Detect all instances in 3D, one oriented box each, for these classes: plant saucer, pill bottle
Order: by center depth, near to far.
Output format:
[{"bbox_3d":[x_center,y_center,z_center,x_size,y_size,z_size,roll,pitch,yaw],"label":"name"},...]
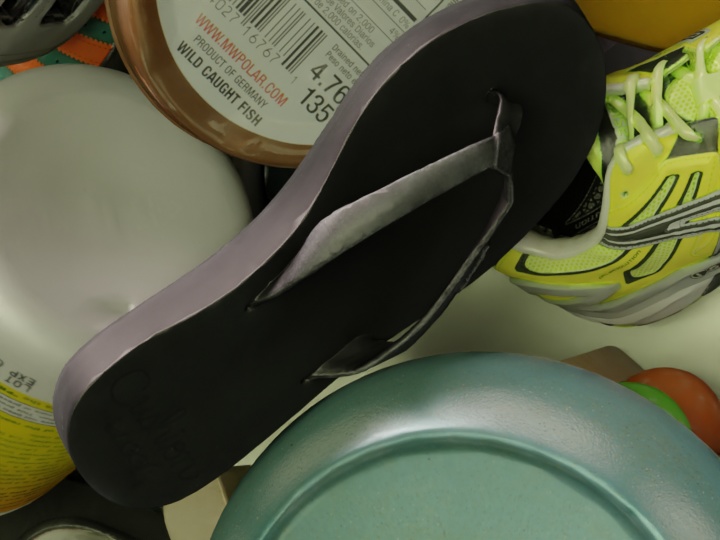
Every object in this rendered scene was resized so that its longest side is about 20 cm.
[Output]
[{"bbox_3d":[0.033,0.124,0.639,0.199,0.027,0.201,0,91,22],"label":"plant saucer"},{"bbox_3d":[-0.122,0.018,0.744,0.110,0.109,0.200,60,143,7],"label":"pill bottle"}]

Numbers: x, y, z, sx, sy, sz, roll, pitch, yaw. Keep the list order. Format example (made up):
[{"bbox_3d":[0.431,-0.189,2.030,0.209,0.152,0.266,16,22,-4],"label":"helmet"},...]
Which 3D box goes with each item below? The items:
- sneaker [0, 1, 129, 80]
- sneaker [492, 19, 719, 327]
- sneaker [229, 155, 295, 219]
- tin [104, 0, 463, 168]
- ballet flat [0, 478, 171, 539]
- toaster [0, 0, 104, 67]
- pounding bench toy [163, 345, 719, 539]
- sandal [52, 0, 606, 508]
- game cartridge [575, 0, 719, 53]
[{"bbox_3d":[-0.089,-0.082,0.782,0.200,0.071,0.080,-28,88,31],"label":"sneaker"},{"bbox_3d":[0.113,-0.041,0.672,0.200,0.076,0.076,-41,55,38],"label":"sneaker"},{"bbox_3d":[0.003,-0.092,0.734,0.070,0.093,0.201,23,101,17],"label":"sneaker"},{"bbox_3d":[0.012,-0.117,0.654,0.200,0.042,0.112,-47,113,-1],"label":"tin"},{"bbox_3d":[-0.069,0.130,0.790,0.199,0.068,0.068,23,102,17],"label":"ballet flat"},{"bbox_3d":[-0.119,-0.155,0.681,0.129,0.114,0.200,43,107,8],"label":"toaster"},{"bbox_3d":[0.049,0.090,0.714,0.200,0.124,0.156,42,106,13],"label":"pounding bench toy"},{"bbox_3d":[0.000,0.001,0.642,0.200,0.076,0.043,-44,36,1],"label":"sandal"},{"bbox_3d":[0.071,-0.179,0.691,0.176,0.032,0.201,13,97,-17],"label":"game cartridge"}]
